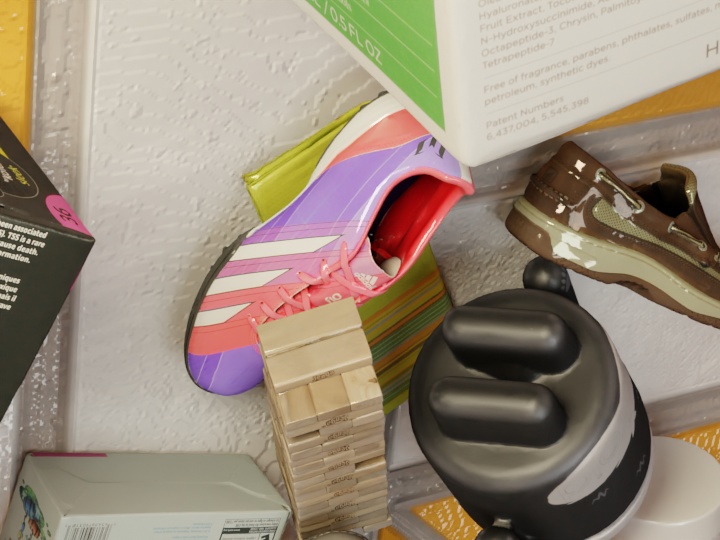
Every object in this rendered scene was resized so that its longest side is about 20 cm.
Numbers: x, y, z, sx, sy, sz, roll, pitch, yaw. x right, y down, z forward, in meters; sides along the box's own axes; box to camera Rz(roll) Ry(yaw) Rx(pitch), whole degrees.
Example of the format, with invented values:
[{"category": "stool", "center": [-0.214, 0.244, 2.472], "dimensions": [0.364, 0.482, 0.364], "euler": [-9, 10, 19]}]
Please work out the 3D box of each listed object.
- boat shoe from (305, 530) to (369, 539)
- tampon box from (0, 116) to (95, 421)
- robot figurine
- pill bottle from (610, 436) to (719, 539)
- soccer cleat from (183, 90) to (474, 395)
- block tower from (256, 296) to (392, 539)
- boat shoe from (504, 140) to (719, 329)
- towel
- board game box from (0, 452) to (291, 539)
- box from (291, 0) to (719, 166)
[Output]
[{"category": "boat shoe", "center": [-0.026, 0.194, 1.416], "dimensions": [0.066, 0.057, 0.201], "euler": [9, 141, -4]}, {"category": "tampon box", "center": [-0.237, 0.018, 1.111], "dimensions": [0.126, 0.150, 0.201], "euler": [17, 111, -40]}, {"category": "robot figurine", "center": [0.095, 0.086, 1.390], "dimensions": [0.150, 0.125, 0.200], "euler": [-43, 152, -4]}, {"category": "pill bottle", "center": [0.183, 0.208, 1.560], "dimensions": [0.110, 0.111, 0.201], "euler": [-18, 130, -23]}, {"category": "soccer cleat", "center": [-0.019, -0.001, 1.273], "dimensions": [0.068, 0.073, 0.200], "euler": [28, 111, -39]}, {"category": "block tower", "center": [-0.018, 0.086, 1.318], "dimensions": [0.057, 0.054, 0.200], "euler": [-16, 154, -4]}, {"category": "boat shoe", "center": [0.178, -0.022, 1.421], "dimensions": [0.201, 0.075, 0.075], "euler": [18, 104, -41]}, {"category": "towel", "center": [0.000, 0.000, 1.355], "dimensions": [0.086, 0.018, 0.201], "euler": [-35, 134, -13]}, {"category": "board game box", "center": [-0.140, 0.200, 1.370], "dimensions": [0.147, 0.064, 0.201], "euler": [4, 117, -35]}, {"category": "box", "center": [0.076, -0.190, 1.140], "dimensions": [0.199, 0.199, 0.172], "euler": [-21, 130, -20]}]
